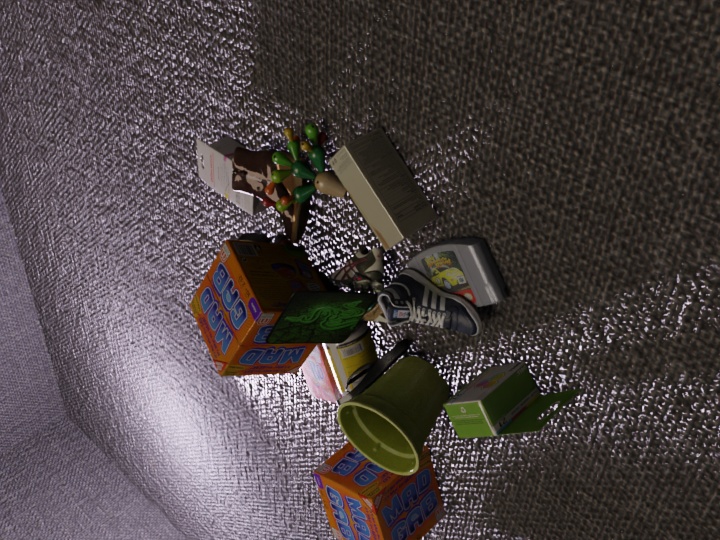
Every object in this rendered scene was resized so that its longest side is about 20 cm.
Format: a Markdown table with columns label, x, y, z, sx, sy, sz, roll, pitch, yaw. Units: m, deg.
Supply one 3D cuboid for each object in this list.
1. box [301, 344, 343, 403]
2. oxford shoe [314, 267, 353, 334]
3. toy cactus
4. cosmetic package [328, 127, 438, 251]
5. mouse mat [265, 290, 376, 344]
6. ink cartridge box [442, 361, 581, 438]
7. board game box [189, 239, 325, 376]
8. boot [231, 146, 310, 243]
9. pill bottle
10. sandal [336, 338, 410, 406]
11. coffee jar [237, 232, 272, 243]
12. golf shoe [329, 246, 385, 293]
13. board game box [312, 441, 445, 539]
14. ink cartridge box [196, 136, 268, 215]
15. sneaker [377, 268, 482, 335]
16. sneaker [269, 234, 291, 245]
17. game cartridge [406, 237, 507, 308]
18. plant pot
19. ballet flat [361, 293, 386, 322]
| label | x | y | z | sx | sy | sz | roll | pitch | yaw |
| --- | --- | --- | --- | --- | --- | --- | --- | --- | --- |
| box | -0.081 | 0.198 | 1.844 | 0.102 | 0.094 | 0.201 | 5 | 119 | 48 |
| oxford shoe | -0.056 | 0.067 | 1.733 | 0.073 | 0.084 | 0.200 | -45 | 52 | 13 |
| toy cactus | -0.104 | -0.194 | 1.591 | 0.164 | 0.102 | 0.201 | 25 | 105 | -3 |
| cosmetic package | 0.042 | -0.150 | 1.444 | 0.201 | 0.105 | 0.071 | 59 | 146 | 3 |
| mouse mat | -0.078 | 0.096 | 1.574 | 0.161 | 0.199 | 0.008 | -57 | 46 | 35 |
| ink cartridge box | 0.271 | 0.227 | 1.406 | 0.199 | 0.147 | 0.076 | -22 | 97 | 53 |
| board game box | -0.208 | 0.082 | 1.668 | 0.200 | 0.199 | 0.200 | -54 | 51 | 30 |
| boot | -0.196 | -0.165 | 1.699 | 0.165 | 0.072 | 0.202 | 9 | 111 | 16 |
| pill bottle | -0.010 | 0.217 | 1.760 | 0.111 | 0.111 | 0.201 | 3 | 117 | 49 |
| sandal | 0.022 | 0.215 | 1.678 | 0.043 | 0.200 | 0.076 | 46 | 180 | 12 |
| coffee jar | -0.286 | 0.001 | 1.865 | 0.104 | 0.201 | 0.085 | -2 | 140 | 49 |
| golf shoe | 0.000 | 0.000 | 1.642 | 0.200 | 0.077 | 0.089 | 0 | 78 | 64 |
| board game box | 0.045 | 0.521 | 1.836 | 0.199 | 0.199 | 0.201 | 10 | 124 | 46 |
| ink cartridge box | -0.291 | -0.228 | 1.812 | 0.199 | 0.067 | 0.117 | 34 | 137 | 28 |
| sneaker | 0.121 | 0.079 | 1.450 | 0.199 | 0.108 | 0.071 | 33 | 138 | 31 |
| sneaker | -0.170 | 0.005 | 1.834 | 0.098 | 0.071 | 0.201 | 36 | 140 | 29 |
| game cartridge | 0.172 | 0.009 | 1.462 | 0.199 | 0.041 | 0.134 | -18 | 97 | 53 |
| plant pot | 0.084 | 0.283 | 1.619 | 0.199 | 0.184 | 0.201 | 28 | 144 | 23 |
| ballet flat | 0.054 | 0.074 | 1.625 | 0.065 | 0.071 | 0.200 | 44 | 148 | -5 |
